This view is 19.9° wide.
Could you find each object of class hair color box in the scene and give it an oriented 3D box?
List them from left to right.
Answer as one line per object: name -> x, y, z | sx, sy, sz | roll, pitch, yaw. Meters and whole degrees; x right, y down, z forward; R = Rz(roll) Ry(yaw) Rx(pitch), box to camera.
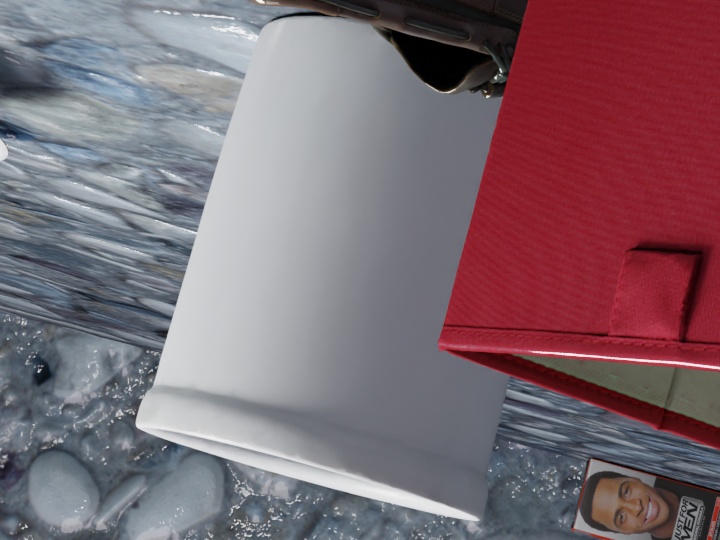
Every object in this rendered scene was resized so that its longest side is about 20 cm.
hair color box -> 0.394, 0.329, 2.781 | 0.199, 0.102, 0.061 | 14, 173, 4

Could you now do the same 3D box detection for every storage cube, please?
storage cube -> 0.150, -0.039, 0.521 | 0.170, 0.181, 0.200 | 20, 171, -31

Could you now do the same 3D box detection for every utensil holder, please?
utensil holder -> 0.000, 0.000, 0.975 | 0.169, 0.201, 0.170 | 14, 172, 2

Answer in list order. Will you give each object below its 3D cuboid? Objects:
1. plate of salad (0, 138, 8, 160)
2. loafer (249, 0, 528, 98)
plate of salad -> -0.302, -0.120, 1.246 | 0.199, 0.048, 0.200 | 22, 168, 5
loafer -> 0.022, -0.096, 0.771 | 0.072, 0.063, 0.200 | 8, 169, 40
